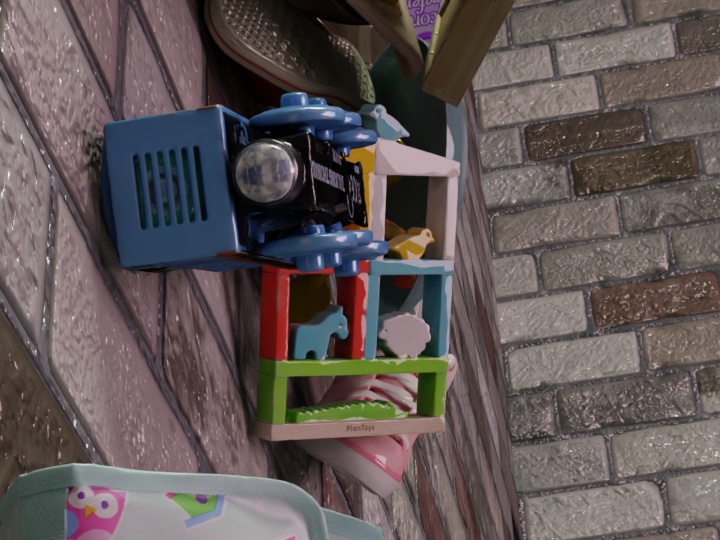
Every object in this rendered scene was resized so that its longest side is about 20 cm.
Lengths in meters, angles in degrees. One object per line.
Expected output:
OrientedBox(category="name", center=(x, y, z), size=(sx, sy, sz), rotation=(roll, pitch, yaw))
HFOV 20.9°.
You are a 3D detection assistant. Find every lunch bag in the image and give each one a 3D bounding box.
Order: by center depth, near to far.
OrientedBox(category="lunch bag", center=(-0.058, 0.162, 0.677), size=(0.200, 0.122, 0.170), rotation=(43, 40, -65))

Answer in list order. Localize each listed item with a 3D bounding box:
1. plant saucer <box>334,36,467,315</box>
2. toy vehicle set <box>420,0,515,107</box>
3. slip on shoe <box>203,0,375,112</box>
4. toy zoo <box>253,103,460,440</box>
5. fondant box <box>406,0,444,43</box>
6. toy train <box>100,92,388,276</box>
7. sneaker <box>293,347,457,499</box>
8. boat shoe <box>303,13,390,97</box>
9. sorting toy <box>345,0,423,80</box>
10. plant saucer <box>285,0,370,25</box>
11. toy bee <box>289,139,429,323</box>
OrientedBox(category="plant saucer", center=(0.028, -0.057, 1.317), size=(0.200, 0.027, 0.200), rotation=(-172, -90, -70))
OrientedBox(category="toy vehicle set", center=(0.096, -0.211, 1.211), size=(0.124, 0.027, 0.200), rotation=(-77, -167, -60))
OrientedBox(category="slip on shoe", center=(-0.053, -0.134, 1.274), size=(0.200, 0.061, 0.074), rotation=(20, 49, -67))
OrientedBox(category="toy zoo", center=(0.000, 0.000, 1.174), size=(0.020, 0.131, 0.200), rotation=(8, -84, 54))
OrientedBox(category="fondant box", center=(0.003, -0.241, 1.487), size=(0.058, 0.144, 0.200), rotation=(-52, 132, -80))
OrientedBox(category="toy train", center=(-0.053, -0.038, 0.957), size=(0.200, 0.114, 0.087), rotation=(8, 77, -82))
OrientedBox(category="sneaker", center=(0.013, 0.084, 1.290), size=(0.105, 0.075, 0.200), rotation=(-58, 180, 3))
OrientedBox(category="boat shoe", center=(-0.041, -0.171, 1.379), size=(0.200, 0.068, 0.072), rotation=(49, 32, -34))
OrientedBox(category="sorting toy", center=(-0.022, -0.239, 1.243), size=(0.200, 0.036, 0.185), rotation=(45, 22, -42))
OrientedBox(category="plant saucer", center=(-0.057, -0.238, 1.266), size=(0.200, 0.037, 0.200), rotation=(52, 18, -24))
OrientedBox(category="toy bee", center=(-0.012, -0.018, 1.248), size=(0.131, 0.109, 0.200), rotation=(-62, 176, 19))
